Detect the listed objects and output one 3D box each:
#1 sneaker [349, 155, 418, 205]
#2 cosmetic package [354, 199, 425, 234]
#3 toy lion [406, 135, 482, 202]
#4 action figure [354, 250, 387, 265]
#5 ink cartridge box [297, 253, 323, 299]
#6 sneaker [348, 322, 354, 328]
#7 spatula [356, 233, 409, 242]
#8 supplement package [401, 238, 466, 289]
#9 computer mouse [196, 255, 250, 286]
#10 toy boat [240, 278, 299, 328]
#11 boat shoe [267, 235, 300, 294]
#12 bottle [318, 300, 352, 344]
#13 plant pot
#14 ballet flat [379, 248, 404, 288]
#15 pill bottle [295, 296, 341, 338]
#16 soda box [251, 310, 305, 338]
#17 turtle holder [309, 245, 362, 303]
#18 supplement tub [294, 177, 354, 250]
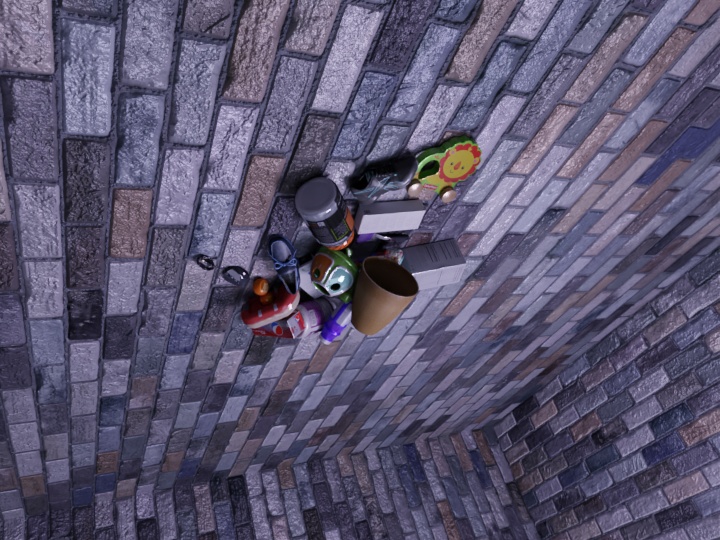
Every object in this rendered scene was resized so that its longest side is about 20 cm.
[{"bbox_3d":[0.062,-0.245,1.481,0.199,0.076,0.079,-31,144,15],"label":"sneaker"},{"bbox_3d":[0.085,-0.159,1.642,0.198,0.051,0.083,-6,143,-21],"label":"cosmetic package"},{"bbox_3d":[0.232,-0.287,1.536,0.198,0.069,0.193,4,133,-33],"label":"toy lion"},{"bbox_3d":[0.000,0.000,1.814,0.198,0.066,0.100,-10,138,-16],"label":"action figure"},{"bbox_3d":[-0.152,0.021,1.788,0.099,0.040,0.200,-26,146,9],"label":"ink cartridge box"},{"bbox_3d":[0.019,0.161,1.940,0.199,0.087,0.075,-17,132,-40],"label":"sneaker"},{"bbox_3d":[0.074,-0.104,1.746,0.198,0.021,0.057,2,140,-33],"label":"spatula"},{"bbox_3d":[0.239,-0.016,1.884,0.198,0.110,0.114,-11,146,-15],"label":"supplement package"},{"bbox_3d":[-0.398,0.005,1.629,0.058,0.034,0.199,-34,145,22],"label":"computer mouse"},{"bbox_3d":[-0.293,0.083,1.749,0.198,0.131,0.132,-21,118,3],"label":"toy boat"},{"bbox_3d":[-0.212,-0.014,1.640,0.083,0.069,0.201,-19,131,5],"label":"boat shoe"},{"bbox_3d":[-0.064,0.153,1.815,0.201,0.065,0.084,-54,-178,17],"label":"bottle"},{"bbox_3d":[0.051,0.091,1.690,0.185,0.187,0.201,5,127,-34],"label":"plant pot"},{"bbox_3d":[0.073,0.013,1.779,0.063,0.076,0.202,22,110,-8],"label":"ballet flat"},{"bbox_3d":[-0.149,0.152,1.886,0.199,0.113,0.112,-14,153,-47],"label":"pill bottle"},{"bbox_3d":[-0.274,0.170,1.808,0.198,0.071,0.063,0,-151,40],"label":"soda box"},{"bbox_3d":[-0.081,0.012,1.687,0.132,0.140,0.186,-57,163,-20],"label":"turtle holder"},{"bbox_3d":[-0.089,-0.146,1.498,0.121,0.123,0.200,-22,147,3],"label":"supplement tub"}]
